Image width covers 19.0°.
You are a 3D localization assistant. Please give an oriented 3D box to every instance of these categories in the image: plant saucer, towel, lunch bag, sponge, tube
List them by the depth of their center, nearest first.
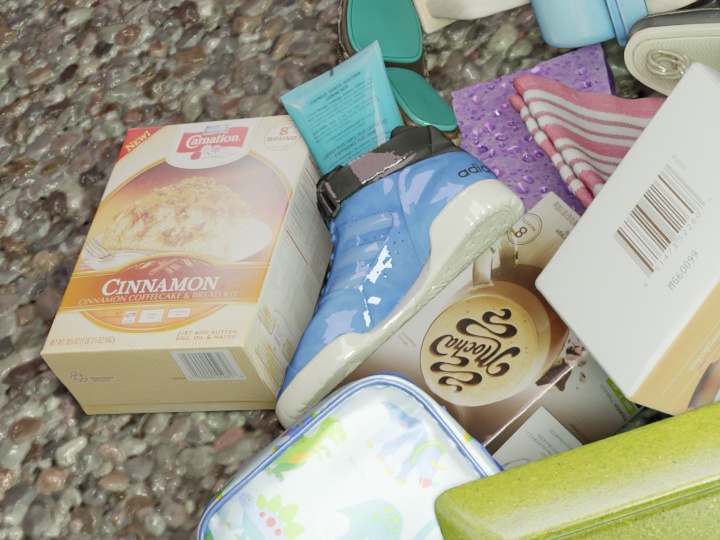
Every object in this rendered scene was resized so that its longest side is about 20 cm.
[{"bbox_3d":[0.157,0.181,1.083,0.199,0.048,0.201,-19,89,8],"label":"plant saucer"},{"bbox_3d":[0.023,0.163,1.160,0.161,0.082,0.200,-41,90,-2],"label":"lunch bag"},{"bbox_3d":[0.189,-0.056,1.310,0.146,0.030,0.200,5,33,-27],"label":"towel"},{"bbox_3d":[0.013,-0.051,1.397,0.077,0.050,0.201,-27,67,11],"label":"tube"},{"bbox_3d":[0.122,-0.061,1.417,0.111,0.030,0.201,-16,46,13],"label":"sponge"}]

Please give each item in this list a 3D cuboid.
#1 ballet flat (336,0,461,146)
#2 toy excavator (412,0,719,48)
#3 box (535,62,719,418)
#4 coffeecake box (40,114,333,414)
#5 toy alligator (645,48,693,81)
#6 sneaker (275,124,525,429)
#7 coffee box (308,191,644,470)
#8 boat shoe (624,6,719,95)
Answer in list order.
[{"bbox_3d":[0.017,-0.126,1.500,0.068,0.075,0.200,6,39,-23],"label":"ballet flat"},{"bbox_3d":[0.132,-0.199,1.471,0.199,0.100,0.195,-17,19,6],"label":"toy excavator"},{"bbox_3d":[0.224,0.003,1.157,0.153,0.199,0.106,-56,42,18],"label":"box"},{"bbox_3d":[-0.106,-0.005,1.451,0.153,0.073,0.201,-4,50,25],"label":"coffeecake box"},{"bbox_3d":[0.268,-0.085,1.330,0.199,0.054,0.059,21,53,19],"label":"toy alligator"},{"bbox_3d":[0.001,0.000,1.320,0.200,0.077,0.111,-51,56,11],"label":"sneaker"},{"bbox_3d":[0.084,0.067,1.269,0.200,0.080,0.113,-42,47,-2],"label":"coffee box"},{"bbox_3d":[0.266,-0.148,1.376,0.199,0.072,0.068,-2,50,0],"label":"boat shoe"}]
